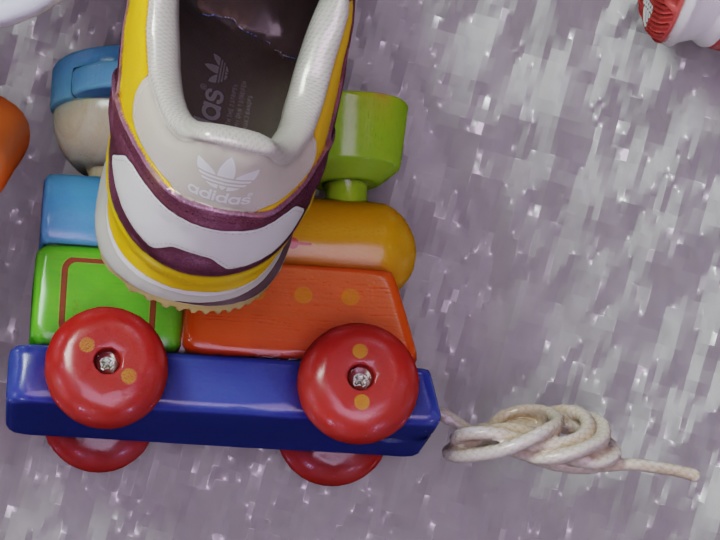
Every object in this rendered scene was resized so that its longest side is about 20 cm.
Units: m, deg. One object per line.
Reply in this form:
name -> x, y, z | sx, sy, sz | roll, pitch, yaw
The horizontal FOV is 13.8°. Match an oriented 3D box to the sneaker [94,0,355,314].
sneaker -> -0.028, -0.092, 0.820 | 0.075, 0.090, 0.200 | 8, 61, -13

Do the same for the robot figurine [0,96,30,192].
robot figurine -> -0.194, -0.051, 0.831 | 0.200, 0.144, 0.117 | 21, 53, -4

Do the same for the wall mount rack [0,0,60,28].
wall mount rack -> -0.073, -0.155, 0.801 | 0.173, 0.075, 0.200 | 1, 49, -2

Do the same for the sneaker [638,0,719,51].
sneaker -> 0.166, -0.145, 0.868 | 0.115, 0.078, 0.200 | 17, 115, -14

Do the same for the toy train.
toy train -> 0.000, 0.000, 0.868 | 0.200, 0.085, 0.116 | 4, 76, -6
